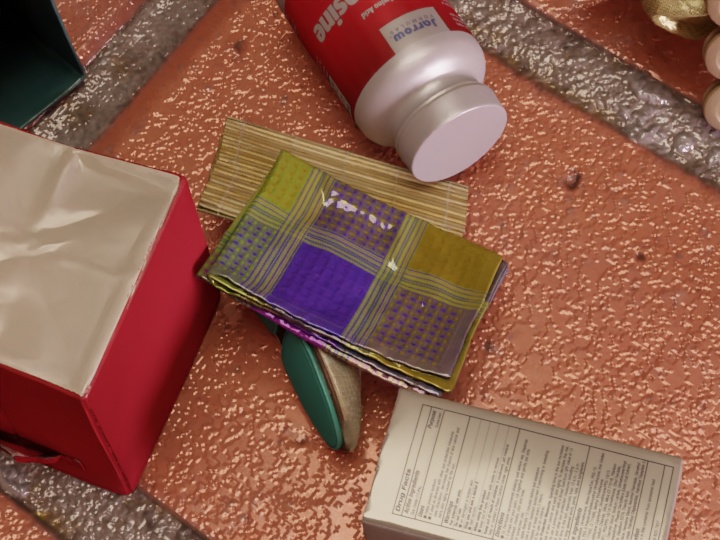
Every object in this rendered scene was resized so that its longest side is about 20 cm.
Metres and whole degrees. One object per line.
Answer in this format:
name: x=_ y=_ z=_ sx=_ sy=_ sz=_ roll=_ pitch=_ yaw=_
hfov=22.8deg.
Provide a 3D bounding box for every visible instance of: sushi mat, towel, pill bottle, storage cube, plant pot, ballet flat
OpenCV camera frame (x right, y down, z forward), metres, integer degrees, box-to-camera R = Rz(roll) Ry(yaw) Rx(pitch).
sushi mat: x=-0.018 y=-0.053 z=1.339 sx=0.198 sy=0.012 sz=0.096 roll=17 pitch=50 yaw=0
towel: x=0.000 y=0.000 z=1.279 sx=0.199 sy=0.023 sz=0.144 roll=27 pitch=52 yaw=8
pill bottle: x=0.025 y=-0.170 z=1.368 sx=0.112 sy=0.113 sz=0.201 roll=-28 pitch=65 yaw=-11
storage cube: x=-0.215 y=0.023 z=1.249 sx=0.170 sy=0.180 sz=0.201 roll=17 pitch=66 yaw=12
plant pot: x=-0.346 y=-0.203 z=1.398 sx=0.141 sy=0.142 sz=0.200 roll=-42 pitch=61 yaw=-17
ballet flat: x=-0.036 y=0.038 z=1.296 sx=0.062 sy=0.068 sz=0.201 roll=-21 pitch=64 yaw=-22

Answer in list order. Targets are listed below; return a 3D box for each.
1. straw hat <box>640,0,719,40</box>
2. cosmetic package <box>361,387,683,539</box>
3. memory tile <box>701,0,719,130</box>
straw hat: x=0.254 y=-0.223 z=1.348 sx=0.199 sy=0.201 sz=0.086 roll=-12 pitch=74 yaw=-2
cosmetic package: x=0.109 y=0.161 z=1.210 sx=0.198 sy=0.087 sz=0.104 roll=15 pitch=66 yaw=9
memory tile: x=0.354 y=-0.170 z=1.328 sx=0.198 sy=0.154 sz=0.017 roll=-6 pitch=45 yaw=2
